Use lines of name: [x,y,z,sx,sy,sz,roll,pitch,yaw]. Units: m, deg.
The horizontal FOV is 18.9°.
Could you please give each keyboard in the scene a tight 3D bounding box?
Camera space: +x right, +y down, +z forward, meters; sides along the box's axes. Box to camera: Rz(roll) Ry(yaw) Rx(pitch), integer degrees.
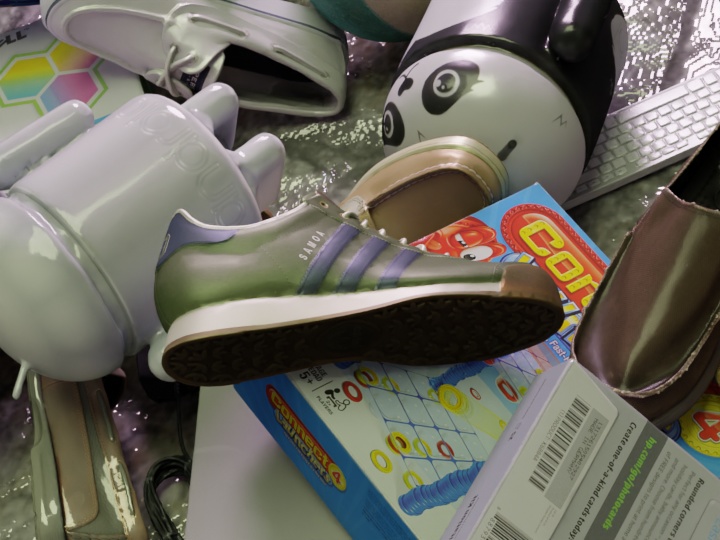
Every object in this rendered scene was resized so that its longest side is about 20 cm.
keyboard: [0.150,-0.072,1.288,0.199,0.011,0.056,-24,48,-2]

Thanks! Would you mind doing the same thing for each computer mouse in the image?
computer mouse: [-0.097,0.080,1.236,0.058,0.034,0.201,-17,54,16]

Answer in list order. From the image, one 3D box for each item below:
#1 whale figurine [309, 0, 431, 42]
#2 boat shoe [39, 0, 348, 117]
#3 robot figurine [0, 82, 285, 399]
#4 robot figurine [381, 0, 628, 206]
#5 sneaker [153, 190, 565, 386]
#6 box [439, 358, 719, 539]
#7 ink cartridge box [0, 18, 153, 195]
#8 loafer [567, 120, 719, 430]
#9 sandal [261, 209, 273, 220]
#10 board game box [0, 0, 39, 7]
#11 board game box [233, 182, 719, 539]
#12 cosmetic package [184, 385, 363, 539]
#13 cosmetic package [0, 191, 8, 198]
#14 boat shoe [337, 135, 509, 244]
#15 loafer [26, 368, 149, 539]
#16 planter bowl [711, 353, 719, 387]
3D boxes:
whale figurine: [0.027,-0.222,1.380,0.103,0.160,0.200,-18,18,37]
boat shoe: [-0.099,-0.139,1.341,0.199,0.074,0.066,6,50,-15]
robot figurine: [-0.133,-0.018,1.178,0.200,0.113,0.170,-39,72,-20]
robot figurine: [0.084,-0.112,1.254,0.124,0.151,0.200,9,44,16]
sneaker: [-0.004,-0.003,1.055,0.199,0.067,0.090,-6,58,-13]
box: [0.128,0.163,0.992,0.200,0.041,0.156,38,62,-10]
ink cartridge box: [-0.191,-0.116,1.406,0.103,0.059,0.201,-21,48,1]
loafer: [0.157,-0.008,1.074,0.073,0.071,0.200,18,59,24]
sandal: [-0.154,-0.028,1.312,0.211,0.078,0.070,-18,46,12]
board game box: [-0.165,-0.207,1.407,0.199,0.152,0.045,-4,90,9]
board game box: [0.071,0.073,1.092,0.195,0.056,0.200,-26,61,-29]
cosmetic package: [-0.032,0.137,1.126,0.106,0.090,0.201,-6,47,13]
cosmetic package: [-0.316,-0.006,1.240,0.199,0.167,0.167,13,65,48]
boat shoe: [0.000,0.000,1.192,0.200,0.074,0.067,-37,18,32]
loafer: [-0.157,0.083,1.232,0.062,0.072,0.201,-5,53,-6]
planter bowl: [0.278,0.044,1.098,0.199,0.084,0.201,-9,49,11]
